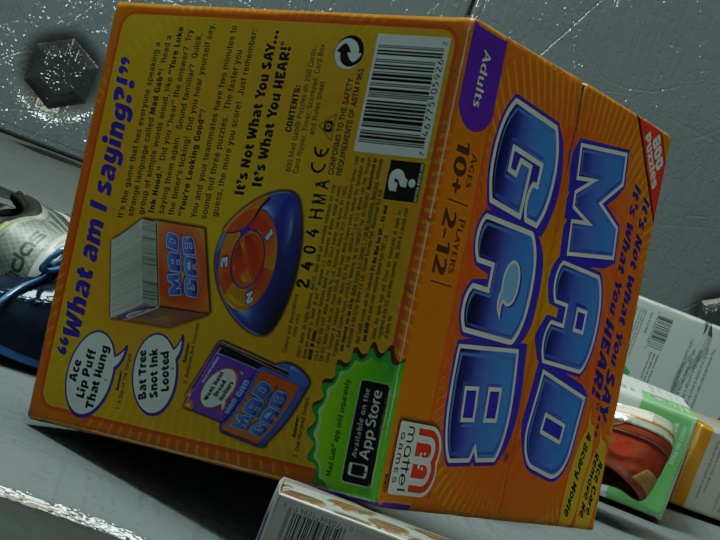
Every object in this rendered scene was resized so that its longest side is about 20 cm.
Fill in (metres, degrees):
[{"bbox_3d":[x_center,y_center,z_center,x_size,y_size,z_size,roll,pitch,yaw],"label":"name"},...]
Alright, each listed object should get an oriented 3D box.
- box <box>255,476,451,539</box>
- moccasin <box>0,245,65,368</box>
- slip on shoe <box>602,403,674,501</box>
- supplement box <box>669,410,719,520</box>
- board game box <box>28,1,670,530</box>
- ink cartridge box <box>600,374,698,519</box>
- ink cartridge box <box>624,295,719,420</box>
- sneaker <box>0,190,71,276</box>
[{"bbox_3d":[0.054,0.134,0.645,0.200,0.041,0.039,20,3,-1],"label":"box"},{"bbox_3d":[-0.150,0.023,0.930,0.200,0.068,0.080,19,3,-26],"label":"moccasin"},{"bbox_3d":[0.116,0.117,1.174,0.200,0.061,0.074,10,-23,18],"label":"slip on shoe"},{"bbox_3d":[0.336,0.180,1.428,0.200,0.074,0.126,20,3,-14],"label":"supplement box"},{"bbox_3d":[0.000,0.000,0.797,0.200,0.200,0.200,9,-5,35],"label":"board game box"},{"bbox_3d":[0.151,0.109,1.310,0.200,0.088,0.145,20,3,6],"label":"ink cartridge box"},{"bbox_3d":[0.403,0.126,2.172,0.200,0.147,0.083,22,2,1],"label":"ink cartridge box"},{"bbox_3d":[-0.212,-0.016,1.142,0.087,0.074,0.200,27,8,3],"label":"sneaker"}]
